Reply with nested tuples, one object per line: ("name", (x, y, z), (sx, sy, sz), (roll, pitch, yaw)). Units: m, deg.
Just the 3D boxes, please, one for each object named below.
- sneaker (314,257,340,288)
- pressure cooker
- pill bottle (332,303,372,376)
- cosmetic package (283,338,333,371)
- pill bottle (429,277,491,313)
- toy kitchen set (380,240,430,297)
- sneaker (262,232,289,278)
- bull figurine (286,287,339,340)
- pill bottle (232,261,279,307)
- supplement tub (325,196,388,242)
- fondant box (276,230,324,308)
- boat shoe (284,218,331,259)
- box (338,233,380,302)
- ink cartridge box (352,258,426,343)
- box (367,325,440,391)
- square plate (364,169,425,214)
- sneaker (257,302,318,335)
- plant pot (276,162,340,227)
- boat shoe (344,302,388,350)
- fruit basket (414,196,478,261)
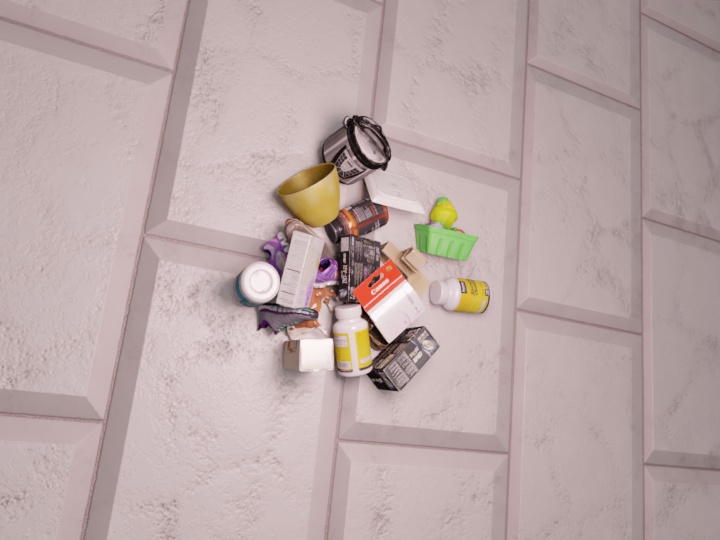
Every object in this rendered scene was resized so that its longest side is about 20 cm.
("sneaker", (-0.083, -0.003, 1.620), (0.198, 0.085, 0.080), (-15, 42, -44))
("pressure cooker", (-0.006, -0.387, 1.660), (0.174, 0.198, 0.183), (-4, 76, -48))
("pill bottle", (-0.027, 0.210, 1.603), (0.109, 0.111, 0.205), (-9, 97, -24))
("cosmetic package", (-0.153, 0.242, 1.513), (0.101, 0.199, 0.090), (3, 81, -22))
("pill bottle", (0.342, 0.084, 1.799), (0.195, 0.112, 0.115), (7, 78, -22))
("toy kitchen set", (0.119, 0.032, 1.684), (0.200, 0.163, 0.181), (43, 68, -10))
("sneaker", (-0.237, -0.009, 1.592), (0.087, 0.080, 0.204), (-22, 85, -19))
("bull figurine", (-0.145, 0.131, 1.611), (0.120, 0.065, 0.203), (30, 72, -18))
("pill bottle", (-0.300, 0.045, 1.484), (0.108, 0.199, 0.114), (3, 80, -21))
("supplement tub", (-0.012, -0.161, 1.691), (0.197, 0.107, 0.109), (-26, 91, -23))
("fondant box", (-0.167, 0.000, 1.481), (0.057, 0.144, 0.205), (15, 90, 12))
("boat shoe", (-0.160, -0.093, 1.614), (0.075, 0.072, 0.200), (-40, 129, 2))
("box", (0.000, 0.000, 1.639), (0.159, 0.043, 0.205), (9, 79, -51))
("ink cartridge box", (0.091, 0.095, 1.603), (0.162, 0.057, 0.202), (-39, 121, -9))
("box", (0.128, 0.275, 1.648), (0.200, 0.163, 0.087), (-43, 97, -24))
("square plate", (0.110, -0.272, 1.742), (0.196, 0.029, 0.200), (10, 38, -22))
("sneaker", (-0.212, 0.148, 1.541), (0.195, 0.074, 0.090), (5, 90, 22))
("plant pot", (-0.140, -0.219, 1.619), (0.199, 0.198, 0.144), (-37, 119, -23))
("boat shoe", (0.027, 0.166, 1.672), (0.076, 0.072, 0.201), (-44, 99, -23))
("fruit basket", (0.295, -0.151, 1.810), (0.210, 0.155, 0.221), (-3, 99, -19))
